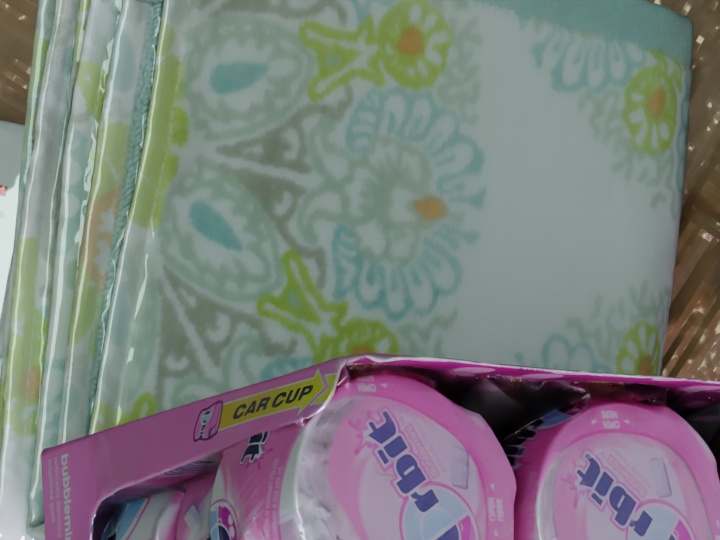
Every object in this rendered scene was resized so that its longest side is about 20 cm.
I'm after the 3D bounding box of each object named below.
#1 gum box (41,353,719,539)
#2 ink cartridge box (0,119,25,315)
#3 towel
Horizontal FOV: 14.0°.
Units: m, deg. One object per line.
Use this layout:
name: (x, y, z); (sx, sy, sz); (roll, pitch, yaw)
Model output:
gum box: (0.033, 0.065, 0.656); (0.113, 0.199, 0.067); (-21, 69, 50)
ink cartridge box: (-0.156, 0.049, 0.787); (0.144, 0.085, 0.201); (11, 84, 10)
towel: (0.000, 0.000, 0.737); (0.048, 0.199, 0.172); (4, 85, 53)
